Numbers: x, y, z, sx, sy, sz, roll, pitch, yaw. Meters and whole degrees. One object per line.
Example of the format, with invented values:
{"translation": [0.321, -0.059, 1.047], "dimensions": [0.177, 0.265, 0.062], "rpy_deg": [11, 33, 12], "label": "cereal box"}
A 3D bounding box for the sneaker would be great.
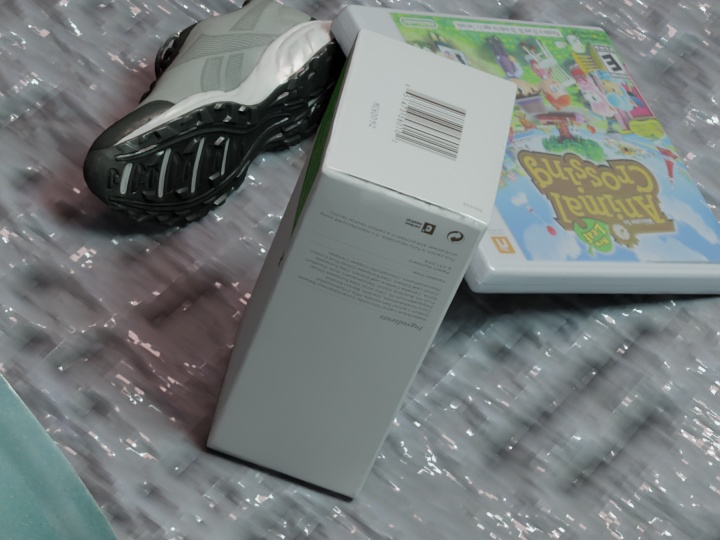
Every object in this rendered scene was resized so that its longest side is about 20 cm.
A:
{"translation": [-0.084, -0.087, 1.508], "dimensions": [0.079, 0.074, 0.200], "rpy_deg": [30, 38, 20], "label": "sneaker"}

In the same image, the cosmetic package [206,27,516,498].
{"translation": [0.000, 0.000, 1.361], "dimensions": [0.085, 0.200, 0.108], "rpy_deg": [20, 42, -6], "label": "cosmetic package"}

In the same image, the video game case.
{"translation": [0.098, -0.064, 1.542], "dimensions": [0.200, 0.022, 0.182], "rpy_deg": [1, 52, -42], "label": "video game case"}

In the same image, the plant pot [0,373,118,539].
{"translation": [-0.211, 0.096, 1.215], "dimensions": [0.134, 0.200, 0.200], "rpy_deg": [-40, 69, -14], "label": "plant pot"}
